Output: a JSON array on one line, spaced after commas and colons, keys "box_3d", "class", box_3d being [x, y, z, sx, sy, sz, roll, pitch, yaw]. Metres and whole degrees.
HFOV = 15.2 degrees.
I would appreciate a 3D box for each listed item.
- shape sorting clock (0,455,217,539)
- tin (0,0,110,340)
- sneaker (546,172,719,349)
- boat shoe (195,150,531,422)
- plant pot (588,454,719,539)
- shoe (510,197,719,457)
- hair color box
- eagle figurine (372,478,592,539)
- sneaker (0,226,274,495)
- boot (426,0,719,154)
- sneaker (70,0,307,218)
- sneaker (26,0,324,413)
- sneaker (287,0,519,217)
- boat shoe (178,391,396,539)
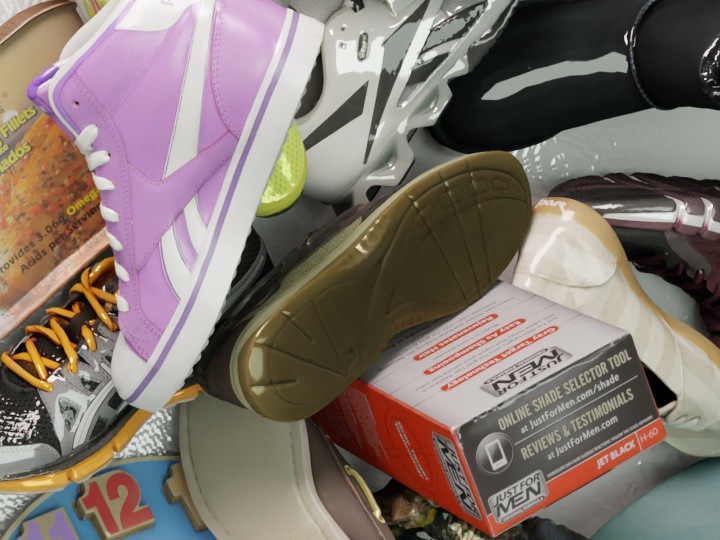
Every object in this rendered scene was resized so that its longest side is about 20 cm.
[{"box_3d": [-0.087, 0.179, 1.292, 0.199, 0.039, 0.201, 7, 55, -10], "class": "shape sorting clock"}, {"box_3d": [-0.166, -0.046, 1.269, 0.200, 0.042, 0.112, -41, 117, -13], "class": "tin"}, {"box_3d": [0.184, 0.012, 1.420, 0.199, 0.076, 0.116, 1, 102, -25], "class": "sneaker"}, {"box_3d": [0.000, 0.001, 1.288, 0.201, 0.066, 0.072, -39, 120, -33], "class": "boat shoe"}, {"box_3d": [0.220, 0.174, 1.415, 0.199, 0.141, 0.142, -13, 105, -30], "class": "plant pot"}, {"box_3d": [0.135, 0.043, 1.389, 0.200, 0.070, 0.054, 48, 51, -36], "class": "shoe"}, {"box_3d": [0.049, 0.055, 1.295, 0.101, 0.200, 0.061, -27, 110, -17], "class": "hair color box"}, {"box_3d": [0.073, 0.182, 1.368, 0.151, 0.152, 0.200, -38, 99, 28], "class": "eagle figurine"}, {"box_3d": [-0.122, 0.036, 1.277, 0.200, 0.078, 0.078, -32, 131, -27], "class": "sneaker"}, {"box_3d": [0.146, -0.101, 1.331, 0.197, 0.162, 0.074, -17, 105, -21], "class": "boot"}, {"box_3d": [-0.080, -0.106, 1.228, 0.078, 0.090, 0.200, -41, 112, -20], "class": "sneaker"}, {"box_3d": [-0.101, -0.039, 1.196, 0.114, 0.073, 0.201, 17, 110, -9], "class": "sneaker"}, {"box_3d": [0.015, -0.127, 1.315, 0.088, 0.074, 0.201, 32, 87, -25], "class": "sneaker"}, {"box_3d": [-0.026, 0.119, 1.296, 0.072, 0.200, 0.059, -45, 141, 15], "class": "boat shoe"}]
